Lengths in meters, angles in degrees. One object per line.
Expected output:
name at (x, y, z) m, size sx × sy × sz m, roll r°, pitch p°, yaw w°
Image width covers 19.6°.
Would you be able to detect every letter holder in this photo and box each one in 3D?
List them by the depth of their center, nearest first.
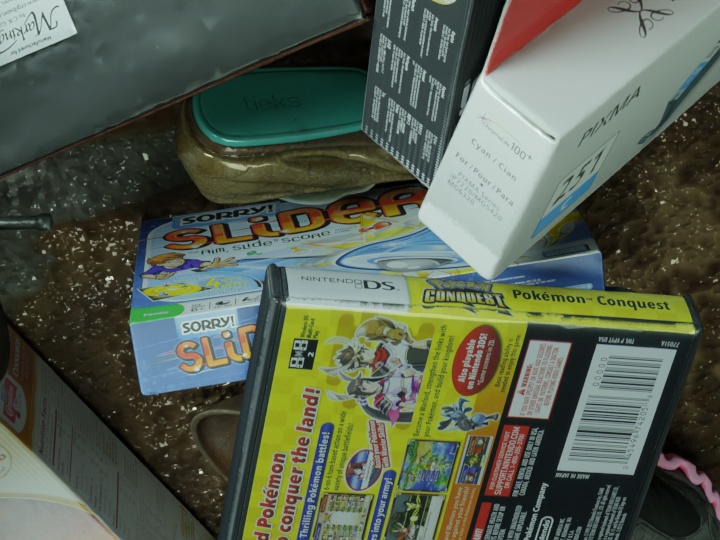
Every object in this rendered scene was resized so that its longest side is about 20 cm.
letter holder at (-0.092, -0.118, 0.846) m, size 0.198 × 0.142 × 0.101 m, roll -22°, pitch 98°, yaw 15°

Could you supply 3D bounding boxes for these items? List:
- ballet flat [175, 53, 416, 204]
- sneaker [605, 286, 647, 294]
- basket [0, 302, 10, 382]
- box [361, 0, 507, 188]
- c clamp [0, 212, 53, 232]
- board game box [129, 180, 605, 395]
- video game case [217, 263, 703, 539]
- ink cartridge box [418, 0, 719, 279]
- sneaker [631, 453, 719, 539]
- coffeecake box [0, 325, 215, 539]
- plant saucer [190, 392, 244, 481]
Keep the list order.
ballet flat at (0.015, -0.060, 0.920) m, size 0.198 × 0.068 × 0.073 m, roll -10°, pitch 151°, yaw -14°
sneaker at (0.054, 0.044, 0.961) m, size 0.089 × 0.079 × 0.199 m, roll 27°, pitch 152°, yaw -32°
basket at (-0.264, 0.050, 0.908) m, size 0.199 × 0.181 × 0.136 m, roll -32°, pitch 162°, yaw 16°
box at (0.073, -0.138, 0.774) m, size 0.160 × 0.044 × 0.201 m, roll -44°, pitch 163°, yaw -23°
c clamp at (-0.241, -0.081, 0.892) m, size 0.169 × 0.027 × 0.201 m, roll -8°, pitch 135°, yaw 7°
board game box at (0.000, 0.000, 0.922) m, size 0.198 × 0.136 × 0.035 m, roll -9°, pitch 110°, yaw -2°
video game case at (0.034, 0.087, 0.892) m, size 0.179 × 0.026 × 0.201 m, roll 4°, pitch 128°, yaw -11°
ink cartridge box at (0.117, -0.109, 0.801) m, size 0.045 × 0.200 × 0.177 m, roll 40°, pitch 146°, yaw 14°
sneaker at (0.122, 0.123, 1.064) m, size 0.079 × 0.096 × 0.200 m, roll -24°, pitch 129°, yaw 30°
coffeecake box at (-0.186, 0.138, 1.054) m, size 0.153 × 0.073 × 0.200 m, roll -26°, pitch 128°, yaw 16°
plant saucer at (0.011, 0.110, 1.025) m, size 0.199 × 0.037 × 0.201 m, roll 25°, pitch 160°, yaw 10°
